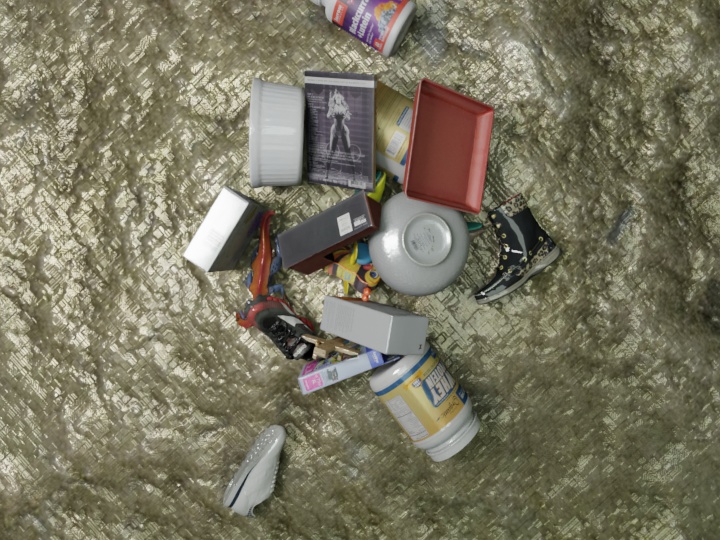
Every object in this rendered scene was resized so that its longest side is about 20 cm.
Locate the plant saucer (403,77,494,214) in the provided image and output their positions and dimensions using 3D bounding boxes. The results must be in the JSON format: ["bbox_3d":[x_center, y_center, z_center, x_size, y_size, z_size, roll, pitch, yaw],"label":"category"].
[{"bbox_3d":[0.153,-0.215,1.063,0.197,0.036,0.204,6,92,-40],"label":"plant saucer"}]

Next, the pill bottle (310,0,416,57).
[{"bbox_3d":[0.000,-0.515,1.155,0.198,0.111,0.113,31,92,0],"label":"pill bottle"}]

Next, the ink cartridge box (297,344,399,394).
[{"bbox_3d":[-0.022,0.180,1.171,0.196,0.119,0.043,-19,94,2],"label":"ink cartridge box"}]

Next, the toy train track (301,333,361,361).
[{"bbox_3d":[-0.044,0.147,1.133,0.113,0.200,0.033,16,98,17],"label":"toy train track"}]

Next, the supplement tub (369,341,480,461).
[{"bbox_3d":[0.127,0.251,1.159,0.144,0.145,0.201,-38,91,2],"label":"supplement tub"}]

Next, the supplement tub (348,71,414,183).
[{"bbox_3d":[0.039,-0.274,1.137,0.198,0.145,0.146,30,92,0],"label":"supplement tub"}]

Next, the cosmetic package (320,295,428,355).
[{"bbox_3d":[0.023,0.101,1.122,0.100,0.198,0.073,7,94,-41],"label":"cosmetic package"}]

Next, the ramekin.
[{"bbox_3d":[-0.156,-0.256,1.127,0.096,0.200,0.205,2,92,-6],"label":"ramekin"}]

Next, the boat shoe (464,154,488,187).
[{"bbox_3d":[0.162,-0.162,1.173,0.199,0.091,0.071,-38,91,2],"label":"boat shoe"}]

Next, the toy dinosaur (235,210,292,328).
[{"bbox_3d":[-0.206,0.012,1.162,0.103,0.201,0.184,6,60,16],"label":"toy dinosaur"}]

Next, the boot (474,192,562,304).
[{"bbox_3d":[0.283,-0.042,1.183,0.202,0.073,0.155,-33,93,-6],"label":"boot"}]

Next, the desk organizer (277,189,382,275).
[{"bbox_3d":[-0.050,-0.065,1.102,0.198,0.077,0.073,-25,67,25],"label":"desk organizer"}]

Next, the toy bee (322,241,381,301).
[{"bbox_3d":[0.000,0.000,1.162,0.196,0.110,0.132,3,134,17],"label":"toy bee"}]

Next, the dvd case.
[{"bbox_3d":[-0.036,-0.250,1.071,0.146,0.016,0.204,14,116,29],"label":"dvd case"}]

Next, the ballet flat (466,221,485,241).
[{"bbox_3d":[0.152,-0.056,1.198,0.196,0.068,0.069,-4,111,6],"label":"ballet flat"}]

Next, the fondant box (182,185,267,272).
[{"bbox_3d":[-0.250,-0.074,1.127,0.058,0.200,0.146,32,92,-1],"label":"fondant box"}]

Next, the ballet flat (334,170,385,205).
[{"bbox_3d":[-0.006,-0.120,1.158,0.067,0.067,0.199,41,130,-21],"label":"ballet flat"}]

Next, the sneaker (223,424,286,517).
[{"bbox_3d":[-0.200,0.408,1.214,0.080,0.076,0.202,32,97,-11],"label":"sneaker"}]

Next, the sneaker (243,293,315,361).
[{"bbox_3d":[-0.141,0.116,1.133,0.071,0.200,0.098,-41,48,5],"label":"sneaker"}]

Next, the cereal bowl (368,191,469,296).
[{"bbox_3d":[0.115,-0.054,1.101,0.196,0.083,0.205,0,88,-9],"label":"cereal bowl"}]
